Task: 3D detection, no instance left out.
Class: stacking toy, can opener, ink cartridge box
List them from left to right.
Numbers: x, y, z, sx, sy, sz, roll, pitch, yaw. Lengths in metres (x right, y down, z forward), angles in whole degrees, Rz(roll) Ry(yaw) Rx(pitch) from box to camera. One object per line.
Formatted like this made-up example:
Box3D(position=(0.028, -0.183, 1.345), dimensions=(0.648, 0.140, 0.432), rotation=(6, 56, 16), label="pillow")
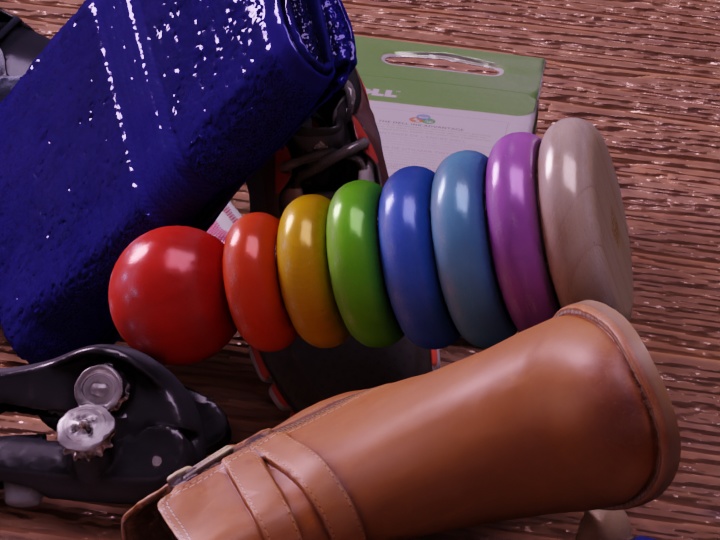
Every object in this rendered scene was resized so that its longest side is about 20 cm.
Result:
Box3D(position=(-0.151, 0.059, 1.001), dimensions=(0.199, 0.079, 0.064), rotation=(4, 65, 7), label="can opener")
Box3D(position=(0.000, 0.000, 0.991), dimensions=(0.199, 0.086, 0.085), rotation=(-10, 24, 15), label="stacking toy")
Box3D(position=(0.026, -0.042, 1.203), dimensions=(0.103, 0.060, 0.200), rotation=(6, 27, 6), label="ink cartridge box")

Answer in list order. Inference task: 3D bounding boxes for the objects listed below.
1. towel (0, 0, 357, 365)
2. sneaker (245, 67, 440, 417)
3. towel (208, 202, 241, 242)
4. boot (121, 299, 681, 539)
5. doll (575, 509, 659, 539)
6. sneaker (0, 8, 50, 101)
Box3D(position=(-0.083, -0.065, 1.074), dimensions=(0.049, 0.200, 0.148), rotation=(23, 36, -36), label="towel")
Box3D(position=(-0.018, -0.022, 1.057), dimensions=(0.077, 0.082, 0.201), rotation=(-13, 63, -5), label="sneaker")
Box3D(position=(-0.153, -0.026, 1.185), dimensions=(0.199, 0.030, 0.146), rotation=(-7, 30, -21), label="towel")
Box3D(position=(0.011, 0.075, 0.903), dimensions=(0.154, 0.074, 0.200), rotation=(-19, -4, -25), label="boot")
Box3D(position=(0.154, 0.136, 0.879), dimensions=(0.199, 0.049, 0.136), rotation=(15, 30, 28), label="doll")
Box3D(position=(-0.219, -0.150, 1.296), dimensions=(0.201, 0.147, 0.077), rotation=(9, 25, 8), label="sneaker")
